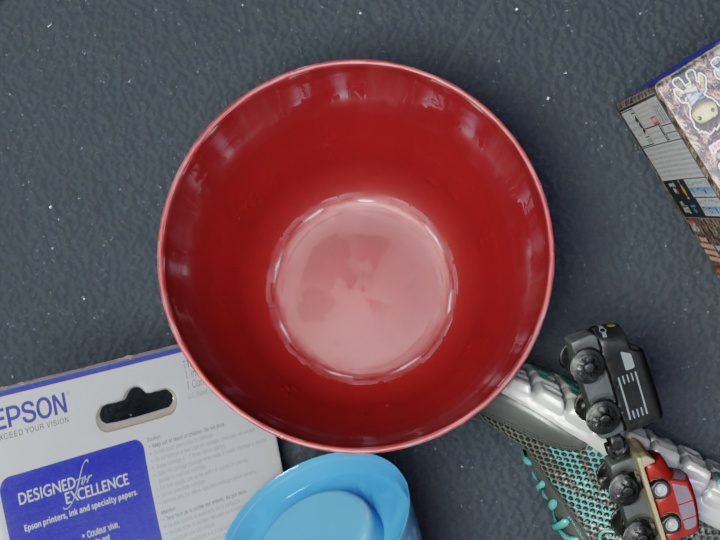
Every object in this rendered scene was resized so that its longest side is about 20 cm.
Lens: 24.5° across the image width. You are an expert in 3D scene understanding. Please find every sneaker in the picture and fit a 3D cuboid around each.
[{"bbox_3d":[0.127,0.121,0.905,0.199,0.078,0.092,31,97,3],"label":"sneaker"}]

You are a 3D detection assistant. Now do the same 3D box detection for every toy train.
[{"bbox_3d":[0.151,0.120,0.857,0.046,0.034,0.201,-20,103,-3],"label":"toy train"}]

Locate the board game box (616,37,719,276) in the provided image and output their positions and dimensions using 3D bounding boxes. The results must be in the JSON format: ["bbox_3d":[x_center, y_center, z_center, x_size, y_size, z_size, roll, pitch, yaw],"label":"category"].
[{"bbox_3d":[0.231,-0.031,0.850,0.096,0.159,0.201,-32,91,3],"label":"board game box"}]

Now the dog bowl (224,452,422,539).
[{"bbox_3d":[-0.033,0.182,0.833,0.111,0.201,0.050,-3,133,36],"label":"dog bowl"}]

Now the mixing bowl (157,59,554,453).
[{"bbox_3d":[0.000,0.000,0.877,0.198,0.108,0.202,0,80,2],"label":"mixing bowl"}]

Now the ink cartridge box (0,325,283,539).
[{"bbox_3d":[-0.113,0.145,0.863,0.047,0.197,0.202,-13,89,42],"label":"ink cartridge box"}]
